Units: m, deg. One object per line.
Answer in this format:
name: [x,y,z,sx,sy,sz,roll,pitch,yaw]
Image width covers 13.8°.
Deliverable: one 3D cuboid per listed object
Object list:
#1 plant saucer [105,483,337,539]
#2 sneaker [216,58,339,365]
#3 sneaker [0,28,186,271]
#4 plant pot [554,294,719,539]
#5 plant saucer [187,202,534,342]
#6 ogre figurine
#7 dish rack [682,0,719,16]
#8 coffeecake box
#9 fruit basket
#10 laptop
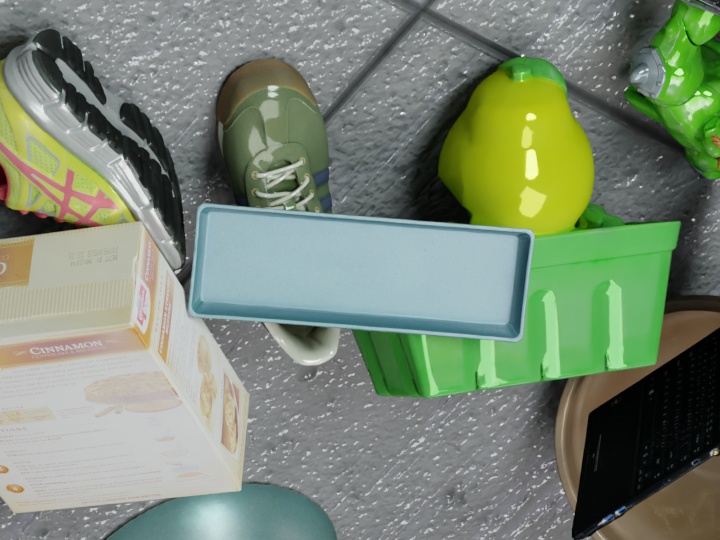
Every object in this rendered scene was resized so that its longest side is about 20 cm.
plant saucer: [-0.104,0.229,2.054,0.199,0.036,0.200,-14,136,-14]
sneaker: [-0.039,-0.027,1.792,0.067,0.090,0.200,-15,136,-11]
sneaker: [-0.168,-0.059,1.718,0.090,0.078,0.200,-24,136,15]
plant pot: [0.239,0.110,2.036,0.201,0.201,0.093,-45,176,19]
plant saucer: [0.000,0.000,1.756,0.199,0.019,0.070,4,105,-6]
ogre figurine: [0.231,-0.125,1.832,0.120,0.098,0.200,-45,163,-1]
dish rack: [0.211,-0.238,1.689,0.153,0.055,0.200,27,134,4]
coffeecake box: [-0.170,0.062,1.775,0.153,0.073,0.200,-6,146,15]
fruit basket: [0.089,-0.029,1.847,0.215,0.155,0.216,0,89,-20]
laptop: [0.191,0.046,1.885,0.200,0.177,0.103,-35,104,21]
